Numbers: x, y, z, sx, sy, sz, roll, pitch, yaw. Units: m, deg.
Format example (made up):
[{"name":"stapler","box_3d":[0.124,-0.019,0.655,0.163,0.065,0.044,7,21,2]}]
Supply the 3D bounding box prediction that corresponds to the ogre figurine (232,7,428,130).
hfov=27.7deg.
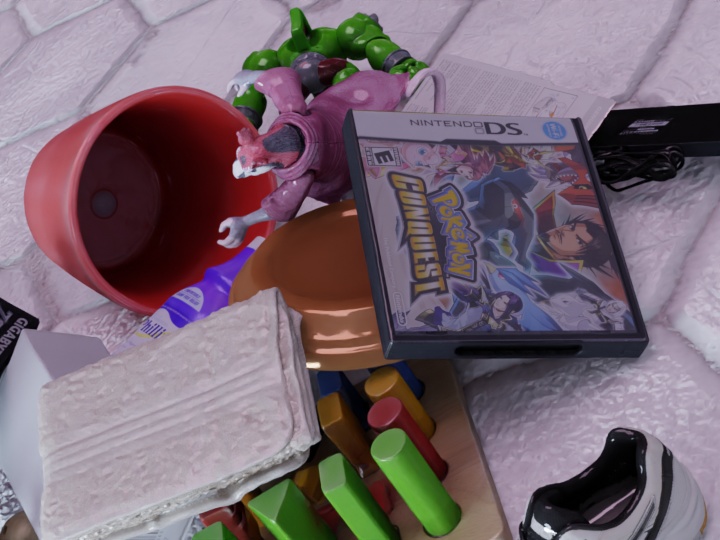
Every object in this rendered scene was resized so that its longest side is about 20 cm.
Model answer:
[{"name":"ogre figurine","box_3d":[-0.038,-0.180,1.365,0.199,0.098,0.120,-32,45,24]}]

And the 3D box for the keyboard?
[{"name":"keyboard","box_3d":[0.216,-0.089,1.104,0.104,0.040,0.199,-36,23,-34]}]

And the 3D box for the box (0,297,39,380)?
[{"name":"box","box_3d":[-0.338,0.146,1.133,0.199,0.049,0.200,-62,1,32]}]

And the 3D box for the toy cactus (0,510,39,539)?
[{"name":"toy cactus","box_3d":[-0.270,0.227,1.083,0.165,0.103,0.200,-32,0,-39]}]

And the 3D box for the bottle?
[{"name":"bottle","box_3d":[-0.137,0.056,1.189,0.200,0.065,0.083,-45,35,-15]}]

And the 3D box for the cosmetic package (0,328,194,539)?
[{"name":"cosmetic package","box_3d":[-0.201,0.139,1.069,0.200,0.074,0.102,49,121,44]}]

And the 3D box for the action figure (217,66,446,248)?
[{"name":"action figure","box_3d":[-0.031,-0.089,1.113,0.148,0.135,0.200,0,8,22]}]

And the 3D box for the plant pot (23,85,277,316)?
[{"name":"plant pot","box_3d":[-0.200,-0.061,1.293,0.201,0.201,0.177,-50,27,-22]}]

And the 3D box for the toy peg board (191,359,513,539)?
[{"name":"toy peg board","box_3d":[-0.025,0.132,0.980,0.199,0.098,0.200,-28,35,9]}]

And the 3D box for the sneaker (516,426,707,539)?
[{"name":"sneaker","box_3d":[0.106,0.168,0.836,0.200,0.088,0.076,-44,37,-10]}]

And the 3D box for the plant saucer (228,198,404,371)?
[{"name":"plant saucer","box_3d":[0.000,0.000,1.044,0.199,0.038,0.201,-9,30,5]}]

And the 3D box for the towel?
[{"name":"towel","box_3d":[-0.123,0.099,0.958,0.199,0.035,0.133,-22,51,12]}]

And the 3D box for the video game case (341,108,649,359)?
[{"name":"video game case","box_3d":[0.089,-0.028,1.003,0.180,0.026,0.201,1,53,-15]}]

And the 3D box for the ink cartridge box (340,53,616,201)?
[{"name":"ink cartridge box","box_3d":[0.097,-0.084,1.166,0.200,0.050,0.161,25,74,45]}]
